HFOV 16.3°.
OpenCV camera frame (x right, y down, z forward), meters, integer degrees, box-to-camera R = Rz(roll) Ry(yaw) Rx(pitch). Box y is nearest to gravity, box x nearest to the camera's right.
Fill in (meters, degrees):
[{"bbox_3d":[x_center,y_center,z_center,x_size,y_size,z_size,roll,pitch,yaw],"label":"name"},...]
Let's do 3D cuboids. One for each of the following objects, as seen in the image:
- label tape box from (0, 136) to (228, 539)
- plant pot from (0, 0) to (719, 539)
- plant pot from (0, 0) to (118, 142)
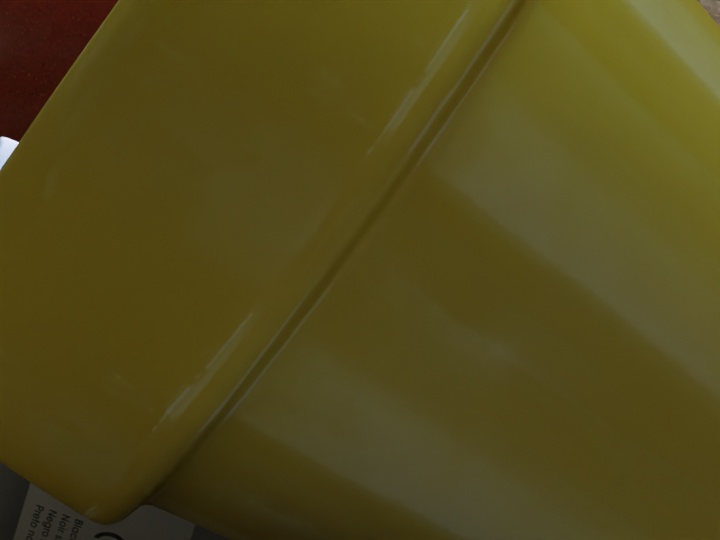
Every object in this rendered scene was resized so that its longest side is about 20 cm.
[{"bbox_3d":[-0.034,0.052,0.695,0.199,0.066,0.144,22,31,-3],"label":"label tape box"},{"bbox_3d":[0.023,-0.004,0.584,0.188,0.201,0.201,35,-1,-5],"label":"plant pot"},{"bbox_3d":[-0.112,-0.082,1.031,0.194,0.203,0.201,6,0,1],"label":"plant pot"}]
